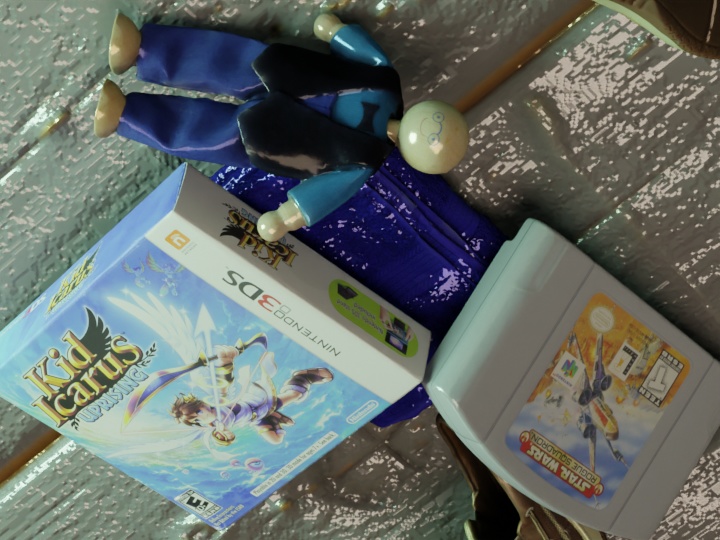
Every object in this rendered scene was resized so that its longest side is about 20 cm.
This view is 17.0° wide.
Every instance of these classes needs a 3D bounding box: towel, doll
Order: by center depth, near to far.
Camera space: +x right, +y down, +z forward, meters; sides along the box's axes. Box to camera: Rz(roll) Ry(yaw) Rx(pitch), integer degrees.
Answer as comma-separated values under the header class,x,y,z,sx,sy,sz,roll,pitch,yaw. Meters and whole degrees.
class,x,y,z,sx,sy,sz,roll,pitch,yaw
doll,-0.040,-0.082,1.301,0.199,0.137,0.048,9,160,2
towel,0.000,0.000,1.397,0.148,0.050,0.200,-39,118,19

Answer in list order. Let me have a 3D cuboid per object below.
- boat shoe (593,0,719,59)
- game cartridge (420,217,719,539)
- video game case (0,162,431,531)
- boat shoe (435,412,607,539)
class,x,y,z,sx,sy,sz,roll,pitch,yaw
boat shoe,0.144,-0.168,1.288,0.199,0.076,0.072,20,93,-38
game cartridge,0.131,0.074,1.417,0.200,0.041,0.134,36,80,-34
video game case,-0.091,0.051,1.396,0.181,0.046,0.200,35,129,-20
boat shoe,0.095,0.150,1.481,0.075,0.075,0.203,-35,117,-23
